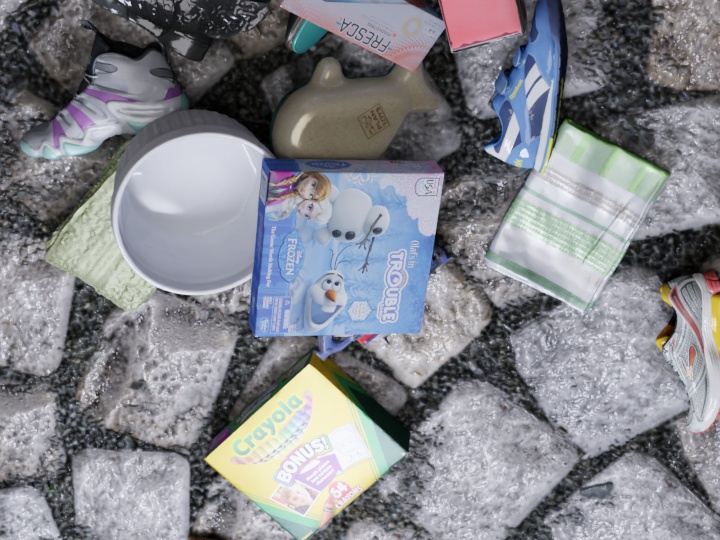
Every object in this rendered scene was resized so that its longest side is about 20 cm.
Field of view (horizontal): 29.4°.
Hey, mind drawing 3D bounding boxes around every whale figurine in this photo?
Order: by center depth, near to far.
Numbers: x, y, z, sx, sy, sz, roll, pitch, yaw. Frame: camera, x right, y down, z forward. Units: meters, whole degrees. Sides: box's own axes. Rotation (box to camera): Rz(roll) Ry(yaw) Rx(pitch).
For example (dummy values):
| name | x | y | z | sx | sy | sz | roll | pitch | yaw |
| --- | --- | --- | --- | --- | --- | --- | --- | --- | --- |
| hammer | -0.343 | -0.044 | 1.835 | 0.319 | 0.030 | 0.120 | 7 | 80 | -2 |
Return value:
| name | x | y | z | sx | sy | sz | roll | pitch | yaw |
| --- | --- | --- | --- | --- | --- | --- | --- | --- | --- |
| whale figurine | -0.011 | -0.173 | 1.549 | 0.199 | 0.104 | 0.160 | -34 | 115 | -8 |

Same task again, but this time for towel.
| name | x | y | z | sx | sy | sz | roll | pitch | yaw |
| --- | --- | --- | --- | --- | --- | --- | --- | --- | --- |
| towel | 0.251 | -0.060 | 1.603 | 0.149 | 0.031 | 0.201 | 25 | 113 | -8 |
| towel | -0.270 | -0.051 | 1.636 | 0.148 | 0.037 | 0.200 | 35 | 112 | -19 |

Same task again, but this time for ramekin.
| name | x | y | z | sx | sy | sz | roll | pitch | yaw |
| --- | --- | --- | --- | --- | --- | --- | --- | --- | --- |
| ramekin | -0.183 | -0.084 | 1.535 | 0.199 | 0.105 | 0.201 | -7 | 120 | -12 |

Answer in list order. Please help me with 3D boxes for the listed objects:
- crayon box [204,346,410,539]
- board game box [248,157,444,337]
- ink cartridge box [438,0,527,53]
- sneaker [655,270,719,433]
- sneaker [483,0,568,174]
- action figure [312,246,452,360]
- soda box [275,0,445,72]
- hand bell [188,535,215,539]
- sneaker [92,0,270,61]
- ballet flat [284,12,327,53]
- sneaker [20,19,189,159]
| name | x | y | z | sx | sy | sz | roll | pitch | yaw |
| --- | --- | --- | --- | --- | --- | --- | --- | --- | --- |
| crayon box | -0.067 | 0.222 | 1.736 | 0.172 | 0.058 | 0.200 | 42 | 110 | -14 |
| board game box | -0.018 | -0.024 | 1.525 | 0.198 | 0.043 | 0.201 | -1 | 116 | -17 |
| ink cartridge box | 0.108 | -0.333 | 1.398 | 0.083 | 0.176 | 0.201 | -14 | 103 | 10 |
| sneaker | 0.395 | 0.098 | 1.645 | 0.082 | 0.078 | 0.201 | -3 | 105 | 10 |
| sneaker | 0.184 | -0.208 | 1.519 | 0.082 | 0.074 | 0.201 | 11 | 108 | 14 |
| action figure | 0.000 | 0.000 | 1.633 | 0.199 | 0.105 | 0.194 | -31 | 118 | -10 |
| soda box | -0.005 | -0.280 | 1.435 | 0.199 | 0.064 | 0.069 | 18 | 116 | -42 |
| hand bell | -0.139 | 0.401 | 1.820 | 0.199 | 0.104 | 0.105 | 22 | 114 | 7 |
| sneaker | -0.206 | -0.307 | 1.513 | 0.199 | 0.060 | 0.104 | 32 | 109 | -12 |
| ballet flat | -0.023 | -0.327 | 1.486 | 0.200 | 0.068 | 0.068 | -46 | 70 | 10 |
| sneaker | -0.304 | -0.212 | 1.556 | 0.199 | 0.078 | 0.141 | -15 | 111 | 0 |
